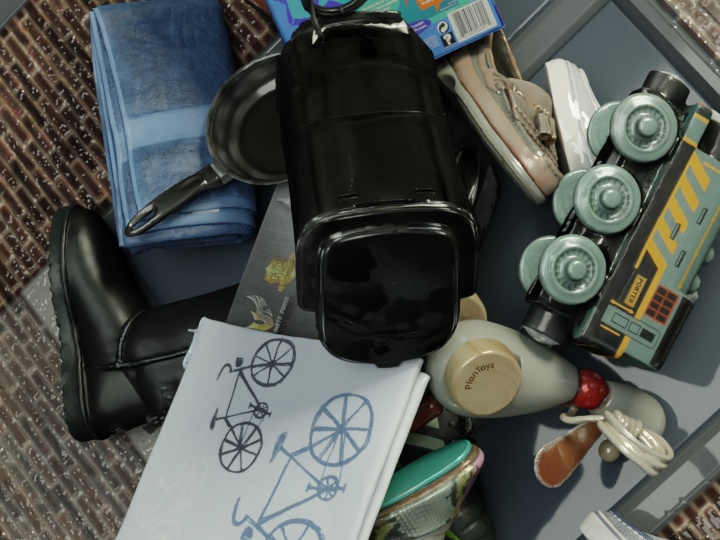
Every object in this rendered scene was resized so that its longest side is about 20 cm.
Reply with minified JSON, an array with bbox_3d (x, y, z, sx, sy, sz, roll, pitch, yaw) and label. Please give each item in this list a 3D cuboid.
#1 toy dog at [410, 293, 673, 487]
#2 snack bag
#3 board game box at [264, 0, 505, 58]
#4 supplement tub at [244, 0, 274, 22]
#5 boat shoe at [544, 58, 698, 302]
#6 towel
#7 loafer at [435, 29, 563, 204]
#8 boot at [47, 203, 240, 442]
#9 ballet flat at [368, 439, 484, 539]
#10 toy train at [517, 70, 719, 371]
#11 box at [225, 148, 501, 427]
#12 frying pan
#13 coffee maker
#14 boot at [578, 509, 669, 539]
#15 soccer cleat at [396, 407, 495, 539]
[{"bbox_3d":[0.109,0.096,1.258,0.199,0.132,0.097,33,109,-6],"label":"toy dog"},{"bbox_3d":[-0.066,0.132,1.241,0.198,0.021,0.190,8,70,35],"label":"snack bag"},{"bbox_3d":[-0.006,-0.233,1.302,0.151,0.045,0.202,-24,103,-1],"label":"board game box"},{"bbox_3d":[0.002,-0.262,1.375,0.107,0.107,0.201,35,96,21],"label":"supplement tub"},{"bbox_3d":[0.184,-0.061,1.305,0.068,0.072,0.202,-18,73,1],"label":"boat shoe"},{"bbox_3d":[-0.144,-0.115,1.415,0.110,0.049,0.202,-7,72,-10],"label":"towel"},{"bbox_3d":[0.103,-0.120,1.299,0.063,0.072,0.200,-36,35,4],"label":"loafer"},{"bbox_3d":[-0.151,0.036,1.415,0.161,0.073,0.200,-10,79,16],"label":"boot"},{"bbox_3d":[0.004,0.181,1.239,0.199,0.069,0.072,-25,98,12],"label":"ballet flat"},{"bbox_3d":[0.186,-0.030,1.236,0.113,0.085,0.201,28,85,-8],"label":"toy train"},{"bbox_3d":[0.000,0.000,1.340,0.157,0.048,0.202,12,67,21],"label":"box"},{"bbox_3d":[-0.078,-0.080,1.359,0.114,0.031,0.191,23,73,28],"label":"frying pan"},{"bbox_3d":[-0.001,-0.069,1.208,0.134,0.193,0.201,-23,40,10],"label":"coffee maker"},{"bbox_3d":[0.249,0.209,1.251,0.200,0.073,0.091,39,91,12],"label":"boot"},{"bbox_3d":[0.054,0.110,1.333,0.081,0.067,0.201,-33,71,12],"label":"soccer cleat"}]
